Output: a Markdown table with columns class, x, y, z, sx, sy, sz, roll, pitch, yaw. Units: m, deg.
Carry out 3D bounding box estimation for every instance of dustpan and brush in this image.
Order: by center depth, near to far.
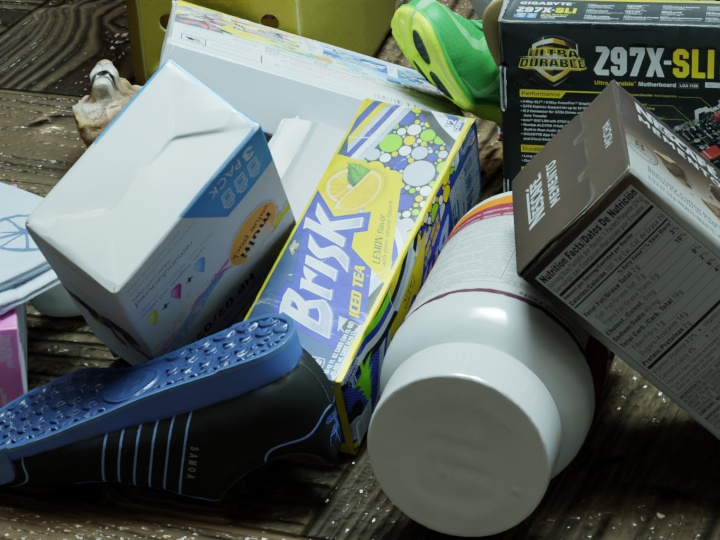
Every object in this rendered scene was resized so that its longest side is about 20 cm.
| class | x | y | z | sx | sy | sz | roll | pitch | yaw |
| --- | --- | --- | --- | --- | --- | --- | --- | --- | --- |
| dustpan and brush | 0.023 | -0.007 | 1.316 | 0.199 | 0.057 | 0.140 | 13 | 58 | 23 |

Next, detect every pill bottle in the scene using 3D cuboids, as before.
| class | x | y | z | sx | sy | sz | roll | pitch | yaw |
| --- | --- | --- | --- | --- | --- | --- | --- | --- | --- |
| pill bottle | 0.072 | 0.045 | 1.151 | 0.109 | 0.110 | 0.200 | 5 | 27 | 15 |

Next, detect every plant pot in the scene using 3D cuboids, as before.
| class | x | y | z | sx | sy | sz | roll | pitch | yaw |
| --- | --- | --- | --- | --- | --- | --- | --- | --- | --- |
| plant pot | -0.087 | -0.221 | 1.626 | 0.194 | 0.195 | 0.200 | 2 | 32 | 9 |

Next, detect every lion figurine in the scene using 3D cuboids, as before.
| class | x | y | z | sx | sy | sz | roll | pitch | yaw |
| --- | --- | --- | --- | --- | --- | --- | --- | --- | --- |
| lion figurine | -0.096 | -0.080 | 1.487 | 0.199 | 0.073 | 0.123 | 12 | 19 | -2 |

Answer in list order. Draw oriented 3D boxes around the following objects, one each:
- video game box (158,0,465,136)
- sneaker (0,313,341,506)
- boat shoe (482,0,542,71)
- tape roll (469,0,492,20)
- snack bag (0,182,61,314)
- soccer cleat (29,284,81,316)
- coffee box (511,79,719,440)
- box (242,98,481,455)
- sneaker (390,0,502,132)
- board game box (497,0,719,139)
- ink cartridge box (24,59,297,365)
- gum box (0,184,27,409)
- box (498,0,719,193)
| class | x | y | z | sx | sy | sz | roll | pitch | yaw |
| --- | --- | --- | --- | --- | --- | --- | --- | --- | --- |
| video game box | -0.034 | -0.117 | 1.458 | 0.199 | 0.047 | 0.182 | 16 | 15 | -7 |
| sneaker | -0.105 | 0.088 | 1.143 | 0.199 | 0.078 | 0.070 | -17 | 23 | 22 |
| boat shoe | 0.156 | -0.122 | 1.406 | 0.074 | 0.200 | 0.069 | -25 | 36 | 43 |
| tape roll | 0.173 | -0.233 | 1.597 | 0.201 | 0.203 | 0.071 | -12 | 28 | -18 |
| snack bag | -0.260 | -0.008 | 1.239 | 0.188 | 0.022 | 0.200 | 19 | 32 | 35 |
| soccer cleat | -0.104 | -0.019 | 1.346 | 0.200 | 0.070 | 0.086 | -30 | 52 | -35 |
| coffee box | 0.174 | 0.012 | 1.117 | 0.200 | 0.080 | 0.113 | 39 | 22 | -14 |
| box | 0.000 | 0.000 | 1.224 | 0.070 | 0.064 | 0.200 | 12 | 51 | 20 |
| sneaker | 0.092 | -0.137 | 1.445 | 0.200 | 0.084 | 0.074 | 25 | 16 | -49 |
| board game box | 0.190 | -0.167 | 1.519 | 0.199 | 0.152 | 0.046 | 0 | 27 | 5 |
| ink cartridge box | -0.095 | -0.010 | 1.199 | 0.068 | 0.200 | 0.115 | 36 | 77 | 19 |
| gum box | -0.247 | 0.025 | 1.273 | 0.113 | 0.066 | 0.200 | -5 | 27 | -6 |
| box | 0.183 | -0.079 | 1.334 | 0.199 | 0.160 | 0.049 | 2 | 26 | 12 |
